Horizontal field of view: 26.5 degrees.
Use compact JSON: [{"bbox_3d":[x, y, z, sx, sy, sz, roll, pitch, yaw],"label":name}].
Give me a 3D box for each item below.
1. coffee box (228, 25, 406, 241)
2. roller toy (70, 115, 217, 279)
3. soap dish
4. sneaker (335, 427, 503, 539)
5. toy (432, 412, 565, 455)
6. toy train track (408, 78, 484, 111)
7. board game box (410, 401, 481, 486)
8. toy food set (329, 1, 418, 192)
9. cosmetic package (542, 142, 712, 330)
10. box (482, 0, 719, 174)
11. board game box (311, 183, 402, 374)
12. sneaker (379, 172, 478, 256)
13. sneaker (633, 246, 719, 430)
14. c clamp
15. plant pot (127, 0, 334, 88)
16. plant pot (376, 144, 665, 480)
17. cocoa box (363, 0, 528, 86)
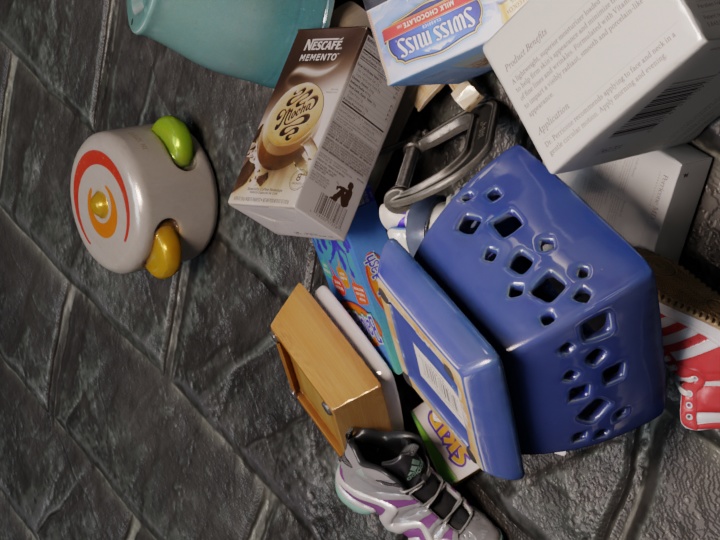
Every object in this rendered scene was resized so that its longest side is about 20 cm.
[{"bbox_3d":[-0.040,-0.139,1.544,0.113,0.080,0.202,6,70,48],"label":"coffee box"},{"bbox_3d":[-0.284,-0.091,1.969,0.182,0.139,0.202,-1,99,51],"label":"roller toy"},{"bbox_3d":[-0.025,0.124,1.694,0.158,0.081,0.201,51,167,28],"label":"soap dish"},{"bbox_3d":[0.064,0.229,1.618,0.199,0.078,0.141,22,142,13],"label":"sneaker"},{"bbox_3d":[0.126,0.117,1.561,0.199,0.047,0.116,8,103,48],"label":"toy"},{"bbox_3d":[0.064,-0.243,1.566,0.115,0.032,0.201,-46,55,24],"label":"toy train track"},{"bbox_3d":[0.123,0.160,1.633,0.200,0.030,0.096,-42,67,50],"label":"board game box"},{"bbox_3d":[-0.001,-0.173,1.678,0.143,0.060,0.201,42,132,21],"label":"toy food set"},{"bbox_3d":[0.229,-0.046,1.427,0.151,0.051,0.202,40,128,40],"label":"cosmetic package"},{"bbox_3d":[0.245,-0.195,1.251,0.199,0.199,0.132,-42,70,48],"label":"box"},{"bbox_3d":[0.000,0.000,1.647,0.202,0.045,0.152,70,165,-14],"label":"board game box"},{"bbox_3d":[0.085,-0.050,1.500,0.145,0.081,0.201,15,146,10],"label":"sneaker"},{"bbox_3d":[0.280,0.065,1.348,0.199,0.071,0.113,32,127,16],"label":"sneaker"},{"bbox_3d":[0.067,-0.108,1.519,0.170,0.200,0.027,-28,109,16],"label":"c clamp"},{"bbox_3d":[-0.147,-0.307,1.656,0.200,0.186,0.202,-172,90,-67],"label":"plant pot"},{"bbox_3d":[0.132,0.048,1.323,0.200,0.179,0.201,49,163,40],"label":"plant pot"},{"bbox_3d":[0.116,-0.262,1.410,0.199,0.133,0.132,-19,85,36],"label":"cocoa box"}]
